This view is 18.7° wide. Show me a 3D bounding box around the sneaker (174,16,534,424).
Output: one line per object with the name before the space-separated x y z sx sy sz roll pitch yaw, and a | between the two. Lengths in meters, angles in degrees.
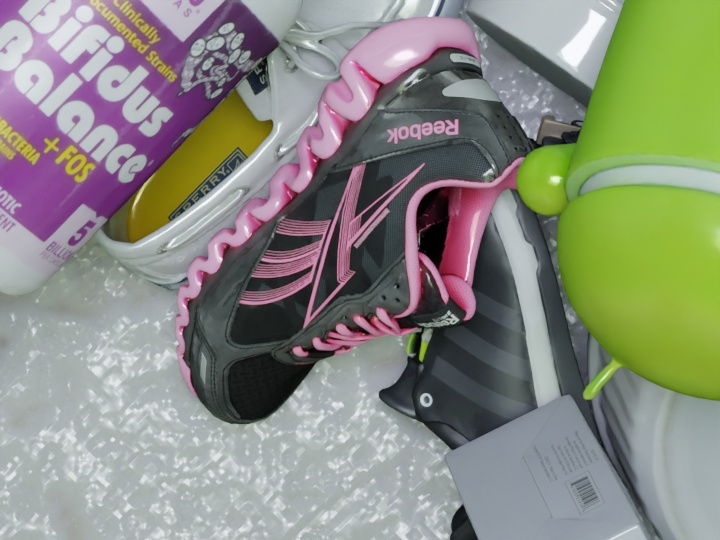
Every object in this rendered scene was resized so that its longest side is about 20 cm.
sneaker | 0.000 0.000 0.855 0.095 0.079 0.200 51 123 26

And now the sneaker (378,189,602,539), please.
sneaker | 0.044 0.031 0.895 0.083 0.072 0.200 -16 94 2

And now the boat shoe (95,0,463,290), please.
boat shoe | -0.038 -0.082 0.872 0.202 0.086 0.075 -46 69 6

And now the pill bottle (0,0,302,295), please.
pill bottle | -0.092 -0.097 0.786 0.112 0.112 0.200 44 92 -3

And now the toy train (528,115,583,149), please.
toy train | 0.161 -0.028 0.904 0.200 0.046 0.034 14 112 -3

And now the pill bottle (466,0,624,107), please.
pill bottle | 0.136 -0.157 0.860 0.114 0.114 0.200 35 94 -2

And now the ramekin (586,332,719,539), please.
ramekin | 0.191 0.051 0.858 0.202 0.094 0.203 1 113 2

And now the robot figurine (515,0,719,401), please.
robot figurine | 0.136 -0.045 0.750 0.116 0.175 0.200 37 65 -43

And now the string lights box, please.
string lights box | 0.107 0.160 0.856 0.059 0.103 0.200 -26 115 2
